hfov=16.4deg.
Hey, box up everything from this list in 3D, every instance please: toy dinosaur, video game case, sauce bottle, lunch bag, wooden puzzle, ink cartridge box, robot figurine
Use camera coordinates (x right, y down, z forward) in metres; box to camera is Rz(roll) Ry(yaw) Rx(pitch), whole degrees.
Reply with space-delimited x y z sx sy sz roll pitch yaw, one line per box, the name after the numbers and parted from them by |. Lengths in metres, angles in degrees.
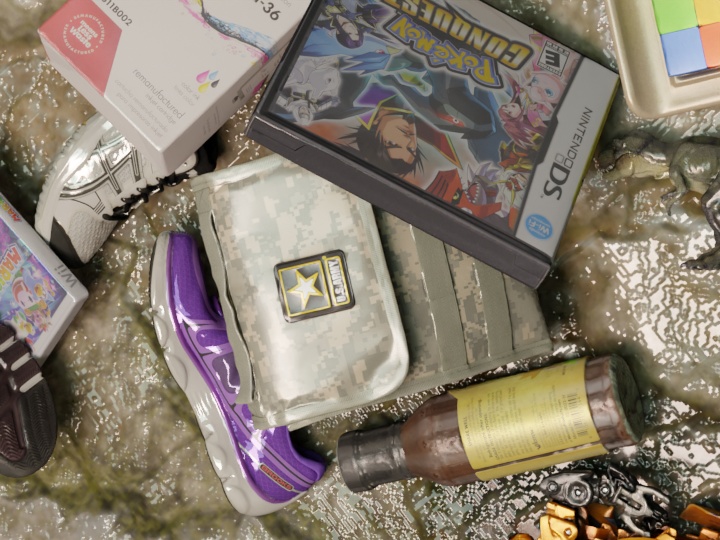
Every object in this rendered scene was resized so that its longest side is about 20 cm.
0.242 -0.044 1.562 0.199 0.047 0.089 1 90 15 | toy dinosaur
-0.281 -0.015 1.723 0.200 0.018 0.143 47 134 9 | video game case
0.081 0.103 1.620 0.199 0.065 0.065 -14 91 19 | sauce bottle
0.000 0.000 1.558 0.117 0.199 0.165 -13 91 59 | lunch bag
0.241 -0.202 1.543 0.199 0.046 0.187 -12 92 19 | wooden puzzle
-0.095 -0.174 1.610 0.116 0.068 0.200 44 80 8 | ink cartridge box
0.188 0.206 1.599 0.199 0.058 0.146 19 101 15 | robot figurine
0.049 -0.102 1.532 0.199 0.181 0.026 28 139 -4 | video game case

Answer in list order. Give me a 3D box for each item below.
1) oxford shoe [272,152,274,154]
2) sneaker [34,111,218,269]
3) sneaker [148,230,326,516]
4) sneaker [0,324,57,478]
-0.034 -0.068 1.644 0.058 0.075 0.201 32 106 50 | oxford shoe
-0.144 -0.076 1.671 0.087 0.076 0.201 34 106 12 | sneaker
-0.082 0.061 1.679 0.083 0.081 0.201 -24 95 3 | sneaker
-0.287 0.071 1.725 0.200 0.075 0.116 54 146 10 | sneaker
